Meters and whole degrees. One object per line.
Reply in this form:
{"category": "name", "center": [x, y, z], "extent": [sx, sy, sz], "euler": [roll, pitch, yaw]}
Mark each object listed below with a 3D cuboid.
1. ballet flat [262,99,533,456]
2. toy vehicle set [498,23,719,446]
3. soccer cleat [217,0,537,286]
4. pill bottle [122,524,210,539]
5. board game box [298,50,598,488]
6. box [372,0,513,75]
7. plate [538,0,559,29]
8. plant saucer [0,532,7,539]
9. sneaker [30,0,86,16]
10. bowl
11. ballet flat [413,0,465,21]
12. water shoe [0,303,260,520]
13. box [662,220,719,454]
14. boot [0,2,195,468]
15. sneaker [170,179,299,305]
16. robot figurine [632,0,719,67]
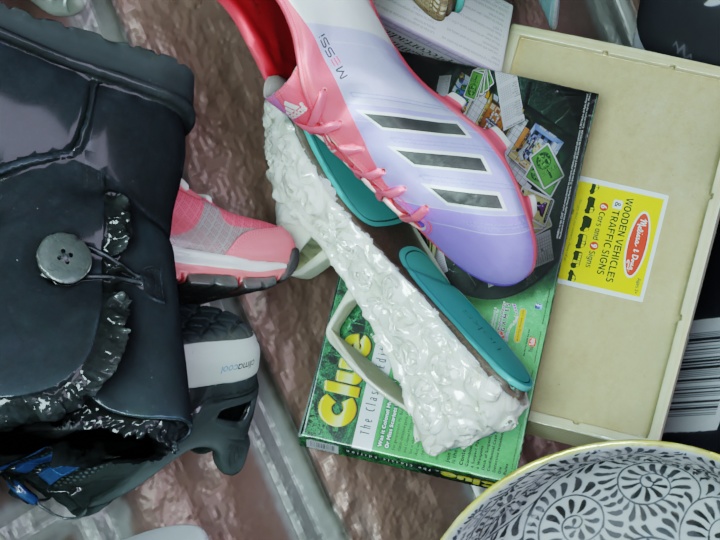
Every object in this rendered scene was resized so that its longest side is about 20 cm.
{"category": "ballet flat", "center": [0.000, 0.000, 0.997], "extent": [0.072, 0.072, 0.200], "euler": [-21, 68, -38]}
{"category": "toy vehicle set", "center": [0.108, -0.016, 1.069], "extent": [0.124, 0.027, 0.200], "euler": [14, 74, 11]}
{"category": "soccer cleat", "center": [0.002, -0.068, 0.967], "extent": [0.076, 0.067, 0.200], "euler": [-36, 93, -31]}
{"category": "pill bottle", "center": [-0.064, 0.213, 0.901], "extent": [0.120, 0.120, 0.200], "euler": [-31, 103, -36]}
{"category": "board game box", "center": [0.043, -0.002, 1.039], "extent": [0.105, 0.023, 0.200], "euler": [14, 73, 2]}
{"category": "box", "center": [-0.014, -0.143, 1.038], "extent": [0.200, 0.039, 0.042], "euler": [21, 72, -34]}
{"category": "plate", "center": [0.095, -0.219, 1.070], "extent": [0.026, 0.200, 0.201], "euler": [7, 77, 4]}
{"category": "plant saucer", "center": [-0.176, 0.175, 0.785], "extent": [0.050, 0.200, 0.201], "euler": [25, 67, -57]}
{"category": "sneaker", "center": [-0.189, -0.134, 0.878], "extent": [0.200, 0.074, 0.089], "euler": [-5, 85, -38]}
{"category": "bowl", "center": [0.123, 0.154, 1.000], "extent": [0.201, 0.200, 0.094], "euler": [62, 12, -14]}
{"category": "ballet flat", "center": [0.021, -0.198, 1.038], "extent": [0.065, 0.071, 0.200], "euler": [10, 49, -8]}
{"category": "water shoe", "center": [-0.128, 0.070, 0.899], "extent": [0.200, 0.071, 0.079], "euler": [-11, 110, -28]}
{"category": "box", "center": [0.244, 0.097, 1.156], "extent": [0.198, 0.123, 0.200], "euler": [36, 64, -31]}
{"category": "boot", "center": [-0.153, -0.017, 0.819], "extent": [0.200, 0.076, 0.168], "euler": [13, 61, -24]}
{"category": "sneaker", "center": [-0.108, -0.032, 0.929], "extent": [0.200, 0.074, 0.087], "euler": [7, 79, -37]}
{"category": "robot figurine", "center": [0.210, -0.153, 1.124], "extent": [0.125, 0.200, 0.150], "euler": [-6, 45, -15]}
